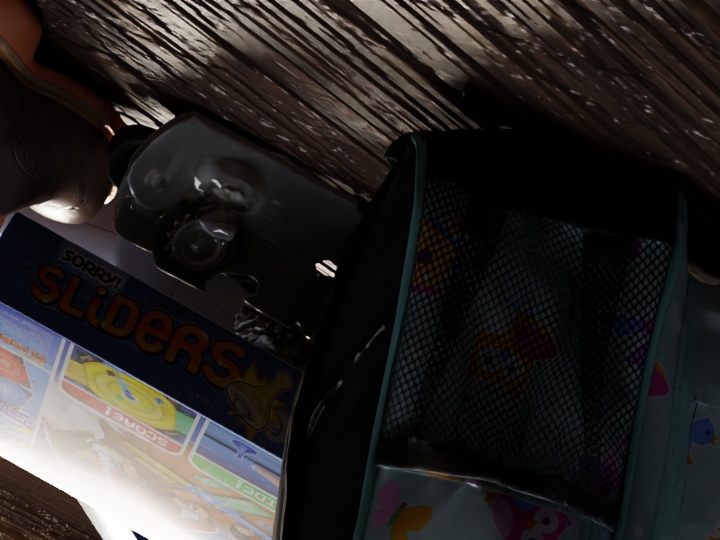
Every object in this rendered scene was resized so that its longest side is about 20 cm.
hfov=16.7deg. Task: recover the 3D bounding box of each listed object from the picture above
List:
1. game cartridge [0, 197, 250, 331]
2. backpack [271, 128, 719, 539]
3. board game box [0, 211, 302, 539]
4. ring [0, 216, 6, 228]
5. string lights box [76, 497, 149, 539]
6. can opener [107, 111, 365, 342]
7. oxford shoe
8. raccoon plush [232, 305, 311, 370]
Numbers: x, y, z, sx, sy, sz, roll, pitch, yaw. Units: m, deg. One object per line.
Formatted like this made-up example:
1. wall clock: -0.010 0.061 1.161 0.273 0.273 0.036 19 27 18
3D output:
1. game cartridge: -0.113 0.003 1.128 0.133 0.041 0.200 15 166 21
2. backpack: 0.046 0.080 0.726 0.152 0.201 0.176 20 168 1
3. board game box: -0.052 0.067 0.880 0.199 0.035 0.135 29 152 -1
4. ring: -0.230 -0.005 0.961 0.200 0.200 0.019 14 134 39
5. string lights box: -0.067 0.122 1.047 0.200 0.059 0.103 54 164 18
6. can opener: 0.000 0.000 0.879 0.199 0.053 0.067 28 -163 -21
7. oxford shoe: -0.136 -0.046 0.844 0.071 0.073 0.200 19 168 18
8. raccoon plush: 0.019 0.065 0.944 0.134 0.097 0.200 36 153 -20
